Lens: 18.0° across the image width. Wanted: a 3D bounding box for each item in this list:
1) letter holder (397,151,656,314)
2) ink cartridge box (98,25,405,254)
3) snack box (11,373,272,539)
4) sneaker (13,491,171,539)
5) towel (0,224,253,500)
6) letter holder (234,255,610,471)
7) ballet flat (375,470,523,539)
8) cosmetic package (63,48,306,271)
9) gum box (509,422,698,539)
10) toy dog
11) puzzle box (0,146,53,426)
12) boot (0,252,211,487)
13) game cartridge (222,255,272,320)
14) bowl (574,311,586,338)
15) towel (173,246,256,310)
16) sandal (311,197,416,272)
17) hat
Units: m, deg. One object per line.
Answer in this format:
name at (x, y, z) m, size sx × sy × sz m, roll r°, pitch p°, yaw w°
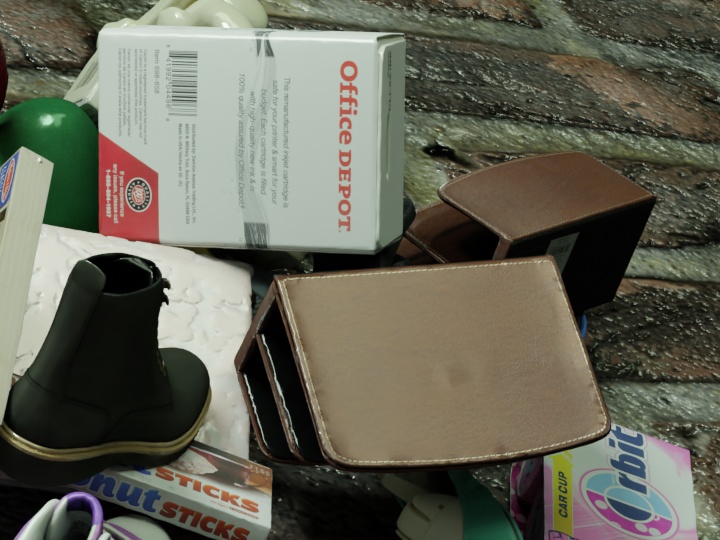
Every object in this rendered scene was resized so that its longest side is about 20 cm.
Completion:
letter holder at (0.106, -0.035, 1.749) m, size 0.142 × 0.101 × 0.199 m, roll 37°, pitch 31°, yaw 28°
ink cartridge box at (-0.071, -0.091, 1.543) m, size 0.198 × 0.145 × 0.084 m, roll 4°, pitch 10°, yaw 15°
snack box at (-0.149, 0.114, 1.392) m, size 0.199 × 0.024 × 0.072 m, roll 21°, pitch 24°, yaw -11°
sneaker at (-0.149, 0.166, 1.293) m, size 0.072 × 0.115 × 0.200 m, roll 27°, pitch 26°, yaw 11°
towel at (-0.166, 0.061, 1.472) m, size 0.199 × 0.032 × 0.192 m, roll 11°, pitch 56°, yaw -19°
letter holder at (0.041, 0.082, 1.450) m, size 0.199 × 0.101 × 0.143 m, roll -5°, pitch 58°, yaw -24°
ballet flat at (0.049, 0.158, 1.500) m, size 0.070 × 0.068 × 0.200 m, roll 11°, pitch 24°, yaw -22°
cosmetic package at (-0.120, -0.086, 1.676) m, size 0.200 × 0.071 × 0.105 m, roll 37°, pitch -17°, yaw -15°
gum box at (0.164, 0.182, 1.535) m, size 0.113 × 0.066 × 0.200 m, roll 20°, pitch 29°, yaw -7°
toy dog at (-0.119, -0.135, 1.833) m, size 0.194 × 0.139 × 0.200 m, roll 50°, pitch 12°, yaw -31°
puzzle box at (-0.243, 0.036, 1.365) m, size 0.025 × 0.133 × 0.201 m, roll 29°, pitch 44°, yaw -27°
boot at (-0.128, 0.044, 1.352) m, size 0.077 × 0.139 × 0.200 m, roll 32°, pitch 22°, yaw 15°
game cartridge at (-0.106, 0.054, 1.596) m, size 0.133 × 0.042 × 0.199 m, roll 41°, pitch 33°, yaw 22°
bowl at (0.085, 0.024, 1.778) m, size 0.199 × 0.040 × 0.201 m, roll 17°, pitch 29°, yaw -10°
towel at (-0.180, -0.012, 1.618) m, size 0.146 × 0.022 × 0.200 m, roll -5°, pitch 28°, yaw -32°
sandal at (0.000, 0.000, 1.592) m, size 0.075 × 0.045 × 0.200 m, roll -14°, pitch 21°, yaw 14°
hat at (-0.218, -0.117, 1.588) m, size 0.164 × 0.177 × 0.200 m, roll 1°, pitch 25°, yaw -22°
